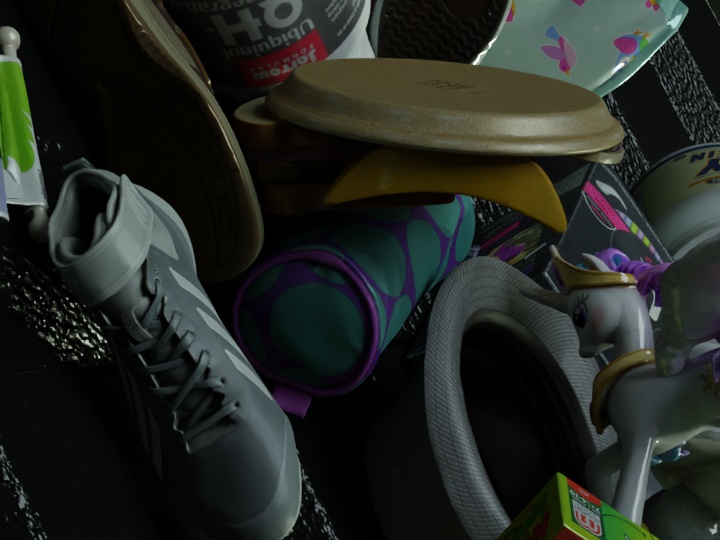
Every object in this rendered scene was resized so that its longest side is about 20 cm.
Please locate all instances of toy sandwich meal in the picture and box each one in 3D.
[{"bbox_3d":[0.034,-0.061,1.409,0.205,0.205,0.070,-26,124,-66],"label":"toy sandwich meal"}]

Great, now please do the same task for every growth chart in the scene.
[{"bbox_3d":[-0.209,-0.077,1.239,0.200,0.018,0.145,23,43,-52],"label":"growth chart"}]

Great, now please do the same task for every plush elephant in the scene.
[{"bbox_3d":[0.191,0.180,1.515,0.155,0.200,0.165,30,-33,35],"label":"plush elephant"}]

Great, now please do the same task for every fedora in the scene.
[{"bbox_3d":[0.063,0.102,1.463,0.177,0.090,0.200,31,42,-44],"label":"fedora"}]

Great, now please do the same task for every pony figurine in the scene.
[{"bbox_3d":[0.182,0.058,1.415,0.167,0.193,0.200,37,41,-58],"label":"pony figurine"}]

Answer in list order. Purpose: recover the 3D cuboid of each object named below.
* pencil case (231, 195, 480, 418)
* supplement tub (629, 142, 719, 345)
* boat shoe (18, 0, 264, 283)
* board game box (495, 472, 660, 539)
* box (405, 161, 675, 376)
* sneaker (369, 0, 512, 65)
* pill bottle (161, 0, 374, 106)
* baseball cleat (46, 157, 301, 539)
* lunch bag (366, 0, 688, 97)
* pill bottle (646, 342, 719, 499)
[{"bbox_3d":[0.000,0.000,1.470,0.085,0.093,0.200,23,23,10],"label":"pencil case"},{"bbox_3d":[0.244,0.003,1.824,0.145,0.145,0.200,53,10,-12],"label":"supplement tub"},{"bbox_3d":[-0.100,-0.086,1.401,0.200,0.072,0.072,57,24,11],"label":"boat shoe"},{"bbox_3d":[0.145,0.195,1.358,0.200,0.102,0.048,33,23,-17],"label":"board game box"},{"bbox_3d":[0.120,0.035,1.637,0.122,0.106,0.200,54,24,-11],"label":"box"},{"bbox_3d":[0.034,-0.126,1.594,0.073,0.200,0.085,22,12,-4],"label":"sneaker"},{"bbox_3d":[-0.059,-0.162,1.476,0.200,0.111,0.111,62,14,-49],"label":"pill bottle"},{"bbox_3d":[-0.095,0.037,1.257,0.200,0.070,0.106,60,10,30],"label":"baseball cleat"},{"bbox_3d":[0.075,-0.165,1.672,0.170,0.200,0.122,48,26,-21],"label":"lunch bag"},{"bbox_3d":[0.238,0.143,1.720,0.200,0.112,0.113,49,25,-33],"label":"pill bottle"}]
